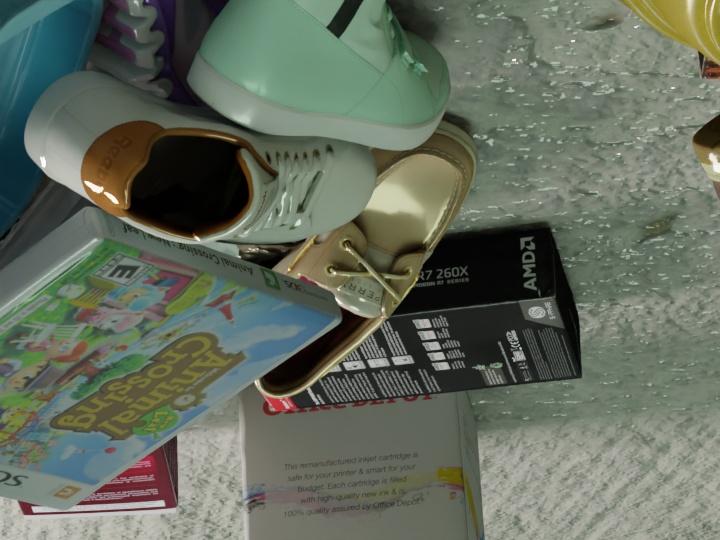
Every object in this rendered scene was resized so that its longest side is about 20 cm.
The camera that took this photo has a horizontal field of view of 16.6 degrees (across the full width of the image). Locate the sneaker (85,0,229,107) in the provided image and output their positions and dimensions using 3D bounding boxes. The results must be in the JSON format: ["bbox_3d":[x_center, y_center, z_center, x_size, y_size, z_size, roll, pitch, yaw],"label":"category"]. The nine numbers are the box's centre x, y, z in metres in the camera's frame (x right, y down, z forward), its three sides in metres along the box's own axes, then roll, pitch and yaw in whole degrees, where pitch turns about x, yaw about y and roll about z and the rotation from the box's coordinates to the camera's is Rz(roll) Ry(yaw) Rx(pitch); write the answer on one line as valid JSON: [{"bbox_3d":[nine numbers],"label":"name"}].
[{"bbox_3d":[-0.086,-0.113,1.159,0.088,0.080,0.200,-40,139,-20],"label":"sneaker"}]

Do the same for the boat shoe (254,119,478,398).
[{"bbox_3d":[0.000,0.000,1.350,0.074,0.069,0.200,24,130,-17],"label":"boat shoe"}]

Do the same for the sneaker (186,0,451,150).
[{"bbox_3d":[0.010,-0.122,1.139,0.118,0.074,0.200,-59,160,18],"label":"sneaker"}]

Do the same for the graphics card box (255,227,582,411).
[{"bbox_3d":[0.028,0.032,1.483,0.200,0.051,0.126,-6,153,11],"label":"graphics card box"}]

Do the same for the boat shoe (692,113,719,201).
[{"bbox_3d":[0.222,-0.061,1.121,0.200,0.065,0.073,-24,-161,-39],"label":"boat shoe"}]

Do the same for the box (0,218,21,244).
[{"bbox_3d":[-0.263,0.063,1.309,0.148,0.200,0.124,19,159,15],"label":"box"}]

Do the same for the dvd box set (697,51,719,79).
[{"bbox_3d":[0.265,-0.141,1.167,0.200,0.029,0.146,-2,154,1],"label":"dvd box set"}]

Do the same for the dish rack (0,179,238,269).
[{"bbox_3d":[-0.131,0.011,1.275,0.043,0.200,0.172,28,161,22],"label":"dish rack"}]

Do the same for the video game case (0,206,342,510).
[{"bbox_3d":[-0.136,0.049,1.185,0.200,0.022,0.182,-35,149,25],"label":"video game case"}]

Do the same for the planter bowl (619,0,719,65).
[{"bbox_3d":[0.190,-0.140,1.056,0.200,0.084,0.201,-1,140,-1],"label":"planter bowl"}]

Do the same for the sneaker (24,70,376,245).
[{"bbox_3d":[-0.054,-0.035,1.116,0.200,0.085,0.073,6,114,-46],"label":"sneaker"}]

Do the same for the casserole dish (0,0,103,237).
[{"bbox_3d":[-0.180,-0.061,1.107,0.039,0.121,0.200,40,138,10],"label":"casserole dish"}]

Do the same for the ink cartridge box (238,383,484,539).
[{"bbox_3d":[0.007,0.181,1.618,0.147,0.200,0.145,-6,156,7],"label":"ink cartridge box"}]

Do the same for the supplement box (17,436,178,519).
[{"bbox_3d":[-0.178,0.098,1.593,0.109,0.061,0.200,-2,155,-1],"label":"supplement box"}]
